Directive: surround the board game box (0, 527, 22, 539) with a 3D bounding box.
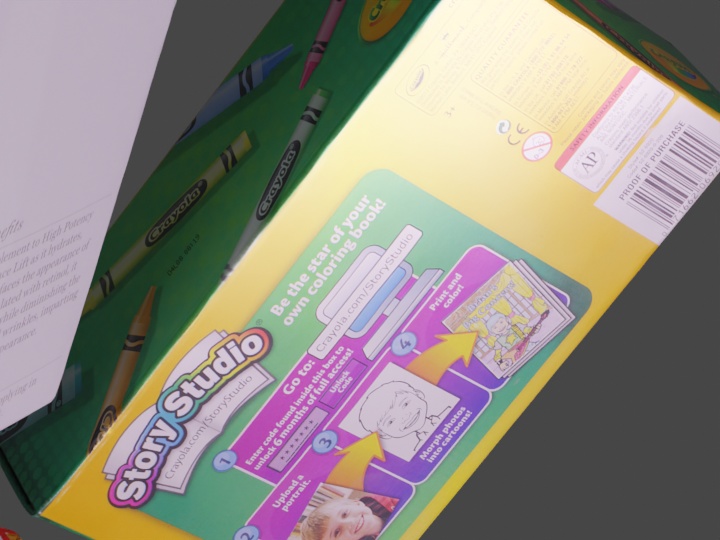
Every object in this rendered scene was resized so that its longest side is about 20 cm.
[{"bbox_3d":[-0.191,0.117,0.683,0.199,0.046,0.152,16,96,-23],"label":"board game box"}]

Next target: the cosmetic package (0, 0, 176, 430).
[{"bbox_3d":[-0.101,-0.050,0.686,0.102,0.074,0.200,-30,143,-60],"label":"cosmetic package"}]

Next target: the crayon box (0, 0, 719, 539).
[{"bbox_3d":[0.000,0.000,0.808,0.119,0.058,0.200,29,105,-38],"label":"crayon box"}]
